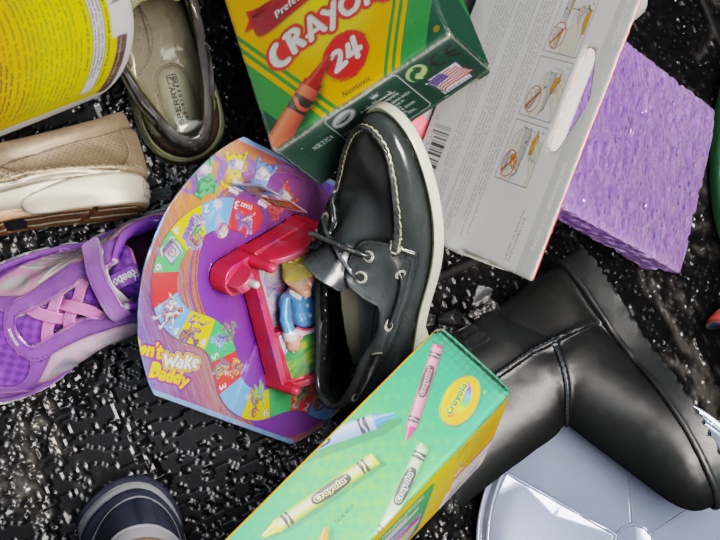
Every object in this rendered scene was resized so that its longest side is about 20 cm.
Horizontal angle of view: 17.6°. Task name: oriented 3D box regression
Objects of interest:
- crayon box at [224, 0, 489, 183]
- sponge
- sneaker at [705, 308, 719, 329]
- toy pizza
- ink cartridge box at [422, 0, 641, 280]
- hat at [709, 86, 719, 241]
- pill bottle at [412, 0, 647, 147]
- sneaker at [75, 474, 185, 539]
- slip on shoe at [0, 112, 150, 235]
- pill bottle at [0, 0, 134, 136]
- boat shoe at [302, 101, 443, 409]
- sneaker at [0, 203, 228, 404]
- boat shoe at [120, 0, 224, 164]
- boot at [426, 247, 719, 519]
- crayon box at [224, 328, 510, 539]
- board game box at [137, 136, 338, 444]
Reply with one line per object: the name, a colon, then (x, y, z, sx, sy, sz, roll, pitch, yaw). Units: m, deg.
crayon box: (-0.014, -0.167, 1.363, 0.127, 0.051, 0.201, -33, 53, 19)
sponge: (0.158, -0.074, 1.417, 0.030, 0.200, 0.112, 10, 82, 33)
sneaker: (0.282, 0.102, 1.480, 0.084, 0.075, 0.201, -21, 81, -15)
toy pizza: (0.168, 0.174, 1.461, 0.199, 0.032, 0.201, 2, 77, -10)
ink cartridge box: (0.103, -0.097, 1.287, 0.043, 0.173, 0.201, 19, 93, -28)
hat: (0.334, -0.084, 1.467, 0.175, 0.166, 0.201, 2, 97, -21)
pill bottle: (0.077, -0.134, 1.428, 0.200, 0.111, 0.111, -38, 95, -13)
sneaker: (-0.143, 0.218, 1.379, 0.070, 0.109, 0.201, 8, 114, -15)
slip on shoe: (-0.225, -0.052, 1.366, 0.199, 0.076, 0.061, -9, 83, -7)
pill bottle: (-0.226, -0.126, 1.310, 0.200, 0.109, 0.110, -30, 94, -53)
boat shoe: (-0.001, -0.001, 1.321, 0.066, 0.200, 0.075, -23, 49, -28)
sneaker: (-0.159, 0.014, 1.373, 0.200, 0.088, 0.081, -25, 93, -13)
boat shoe: (-0.130, -0.163, 1.404, 0.073, 0.065, 0.201, -25, 91, -13)
boot: (0.111, 0.095, 1.414, 0.162, 0.073, 0.199, -30, 72, -10)
crayon box: (-0.007, 0.136, 1.298, 0.058, 0.119, 0.200, 41, 68, 12)
board game box: (-0.041, 0.019, 1.372, 0.200, 0.039, 0.159, 25, 85, -43)
